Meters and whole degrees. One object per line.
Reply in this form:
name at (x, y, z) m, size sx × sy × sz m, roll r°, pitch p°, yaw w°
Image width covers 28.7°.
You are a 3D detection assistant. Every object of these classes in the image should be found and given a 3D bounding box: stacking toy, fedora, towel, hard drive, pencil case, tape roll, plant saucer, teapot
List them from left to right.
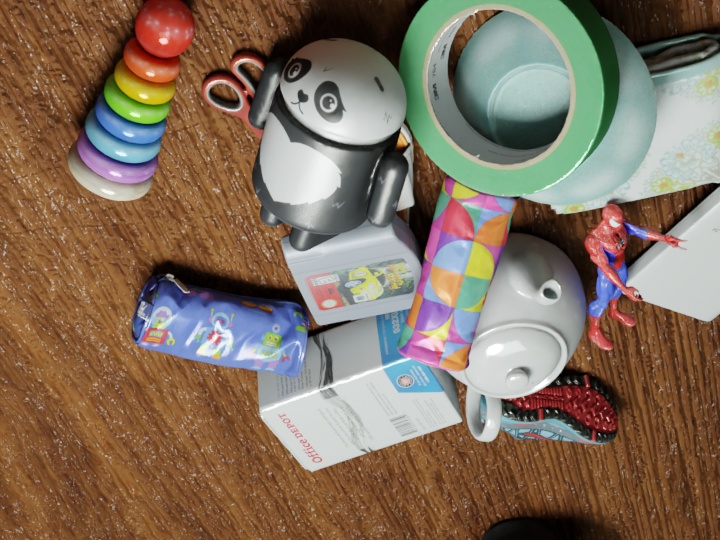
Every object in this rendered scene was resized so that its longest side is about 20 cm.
stacking toy at (-0.202, -0.164, 1.298) m, size 0.084 × 0.086 × 0.201 m, roll 16°, pitch 126°, yaw -21°
pencil case at (-0.150, 0.058, 1.524) m, size 0.198 × 0.078 × 0.088 m, roll 13°, pitch 114°, yaw -18°
pencil case at (0.099, -0.001, 1.421) m, size 0.087 × 0.088 × 0.202 m, roll 13°, pitch 102°, yaw -19°
tape roll at (0.131, -0.170, 1.263) m, size 0.198 × 0.048 × 0.203 m, roll 12°, pitch 117°, yaw 25°
teapot at (0.158, 0.071, 1.522) m, size 0.196 × 0.147 × 0.200 m, roll -26°, pitch 134°, yaw 19°
fedora at (0.230, 0.397, 1.901) m, size 0.198 × 0.092 × 0.202 m, roll -2°, pitch 135°, yaw -2°
plant saucer at (0.174, -0.147, 1.310) m, size 0.198 × 0.039 × 0.203 m, roll 11°, pitch 120°, yaw 20°
towel at (0.268, -0.142, 1.391) m, size 0.197 × 0.049 × 0.172 m, roll -11°, pitch 138°, yaw 6°
hard drive at (0.390, -0.020, 1.518) m, size 0.130 × 0.027 × 0.200 m, roll 17°, pitch 141°, yaw -22°

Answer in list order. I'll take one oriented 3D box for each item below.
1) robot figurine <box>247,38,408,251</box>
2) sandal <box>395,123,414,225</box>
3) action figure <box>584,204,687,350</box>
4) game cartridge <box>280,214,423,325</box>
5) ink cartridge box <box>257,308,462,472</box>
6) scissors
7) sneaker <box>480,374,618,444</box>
robot figurine at (-0.032, -0.115, 1.296) m, size 0.148 × 0.126 × 0.201 m, roll 15°, pitch 129°, yaw -8°
sandal at (0.021, -0.070, 1.424) m, size 0.078 × 0.060 × 0.208 m, roll -7°, pitch 135°, yaw 2°
action figure at (0.286, 0.012, 1.482) m, size 0.065 × 0.098 × 0.201 m, roll -43°, pitch 143°, yaw -24°
game cartridge at (0.000, 0.000, 1.467) m, size 0.131 × 0.041 × 0.200 m, roll -15°, pitch 155°, yaw 4°
ink cartridge box at (-0.002, 0.136, 1.612) m, size 0.198 × 0.084 × 0.146 m, roll -20°, pitch 138°, yaw 13°
scissors at (-0.083, -0.133, 1.380) m, size 0.072 × 0.014 × 0.200 m, roll -24°, pitch 131°, yaw 15°
sneaker at (0.219, 0.166, 1.694) m, size 0.198 × 0.080 × 0.095 m, roll 17°, pitch 156°, yaw -25°
